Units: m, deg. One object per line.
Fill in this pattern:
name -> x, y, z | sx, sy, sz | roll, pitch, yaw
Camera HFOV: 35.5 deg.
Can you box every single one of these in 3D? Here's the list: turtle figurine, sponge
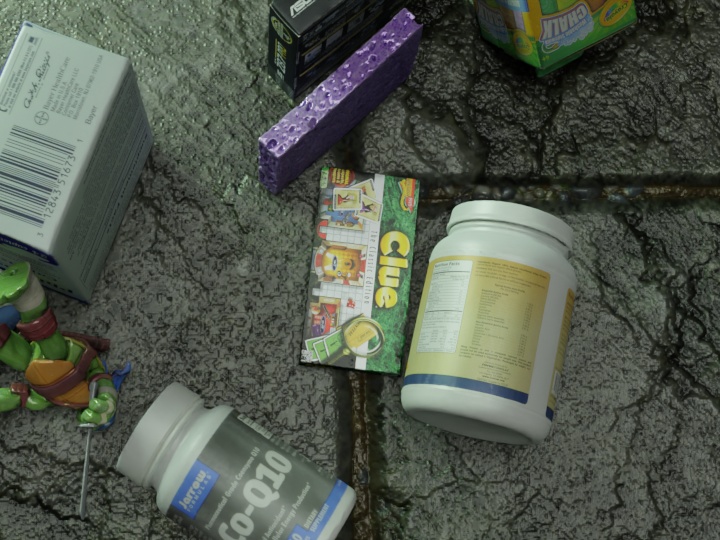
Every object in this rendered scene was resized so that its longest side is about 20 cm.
turtle figurine -> -0.290, 0.106, 0.978 | 0.200, 0.143, 0.195 | -46, 126, -26
sponge -> -0.021, -0.164, 1.114 | 0.030, 0.112, 0.200 | 44, 76, 8

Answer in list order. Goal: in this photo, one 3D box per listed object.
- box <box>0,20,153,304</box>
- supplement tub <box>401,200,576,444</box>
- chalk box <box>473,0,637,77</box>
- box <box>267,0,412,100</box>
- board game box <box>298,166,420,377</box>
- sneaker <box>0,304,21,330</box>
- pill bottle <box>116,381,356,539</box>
box -> -0.276, -0.090, 1.025 | 0.104, 0.200, 0.186 | 19, 75, 1
supplement tub -> 0.125, 0.050, 1.060 | 0.142, 0.145, 0.203 | 14, 75, -2
chalk box -> 0.190, -0.290, 1.138 | 0.123, 0.124, 0.202 | -29, 125, -11
box -> -0.004, -0.272, 1.116 | 0.200, 0.161, 0.049 | -42, 82, -12
board game box -> 0.000, 0.000, 1.123 | 0.103, 0.023, 0.203 | 7, 76, -6
sneaker -> -0.373, 0.091, 1.048 | 0.200, 0.076, 0.077 | -44, 101, -10
pill bottle -> -0.113, 0.195, 1.018 | 0.199, 0.114, 0.114 | 33, 76, 3
